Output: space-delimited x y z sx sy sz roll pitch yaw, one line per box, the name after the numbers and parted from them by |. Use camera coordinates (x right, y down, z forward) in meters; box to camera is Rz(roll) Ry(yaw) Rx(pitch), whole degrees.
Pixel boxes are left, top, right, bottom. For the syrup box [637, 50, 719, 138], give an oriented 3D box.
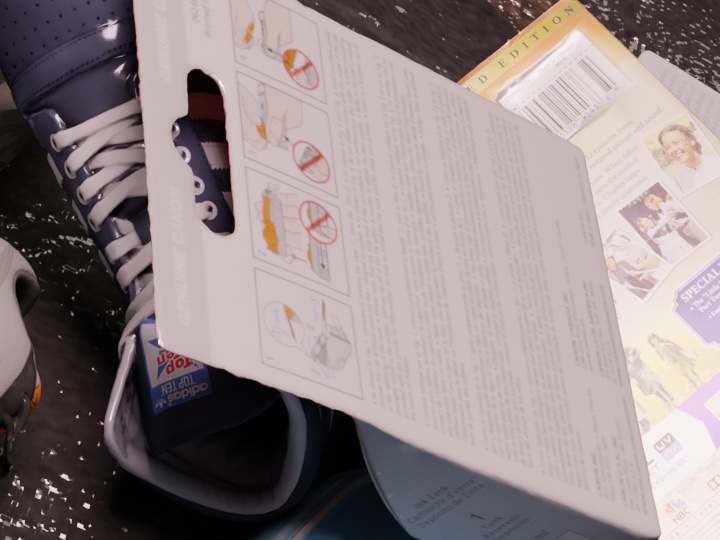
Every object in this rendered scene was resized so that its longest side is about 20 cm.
0.167 0.010 1.095 0.200 0.079 0.081 32 34 -1 | syrup box

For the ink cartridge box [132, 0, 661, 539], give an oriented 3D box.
0.000 0.000 0.882 0.200 0.047 0.160 23 45 -35 | ink cartridge box

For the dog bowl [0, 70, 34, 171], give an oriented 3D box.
-0.184 -0.103 0.968 0.200 0.059 0.200 22 35 -16 | dog bowl

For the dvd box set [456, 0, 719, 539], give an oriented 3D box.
0.087 0.015 0.996 0.146 0.029 0.200 -40 71 -13 | dvd box set

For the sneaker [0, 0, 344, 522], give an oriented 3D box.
-0.064 -0.013 0.878 0.200 0.070 0.109 59 21 -19 | sneaker

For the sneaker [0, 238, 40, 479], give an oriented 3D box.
-0.131 0.043 0.821 0.079 0.074 0.200 27 34 -19 | sneaker

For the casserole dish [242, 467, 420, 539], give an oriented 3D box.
0.002 0.126 0.856 0.121 0.039 0.200 37 35 6 | casserole dish
